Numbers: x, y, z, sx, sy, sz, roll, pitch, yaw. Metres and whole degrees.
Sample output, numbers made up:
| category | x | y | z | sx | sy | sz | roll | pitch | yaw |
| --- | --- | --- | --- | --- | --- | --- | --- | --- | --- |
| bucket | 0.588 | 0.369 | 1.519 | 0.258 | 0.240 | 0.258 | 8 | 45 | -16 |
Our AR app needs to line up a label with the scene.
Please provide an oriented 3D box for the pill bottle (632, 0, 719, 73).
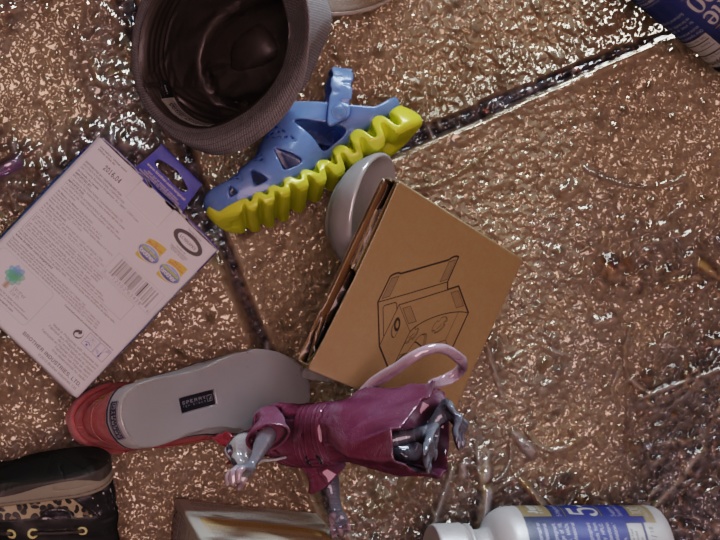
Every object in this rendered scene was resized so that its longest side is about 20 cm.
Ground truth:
| category | x | y | z | sx | sy | sz | roll | pitch | yaw |
| --- | --- | --- | --- | --- | --- | --- | --- | --- | --- |
| pill bottle | 0.318 | -0.235 | 1.607 | 0.200 | 0.111 | 0.111 | 37 | 84 | -10 |

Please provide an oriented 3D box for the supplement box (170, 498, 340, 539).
| category | x | y | z | sx | sy | sz | roll | pitch | yaw |
| --- | --- | --- | --- | --- | --- | --- | --- | --- | --- |
| supplement box | -0.081 | 0.240 | 1.490 | 0.126 | 0.200 | 0.074 | 8 | 92 | -11 |

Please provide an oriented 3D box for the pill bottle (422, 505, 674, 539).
| category | x | y | z | sx | sy | sz | roll | pitch | yaw |
| --- | --- | --- | --- | --- | --- | --- | --- | --- | --- |
| pill bottle | 0.156 | 0.258 | 1.581 | 0.199 | 0.120 | 0.120 | 1 | 91 | -12 |

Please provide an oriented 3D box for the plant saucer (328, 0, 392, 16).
| category | x | y | z | sx | sy | sz | roll | pitch | yaw |
| --- | --- | --- | --- | --- | --- | --- | --- | --- | --- |
| plant saucer | -0.026 | -0.312 | 1.573 | 0.200 | 0.037 | 0.201 | 0 | 91 | -11 |

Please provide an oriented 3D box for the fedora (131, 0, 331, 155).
| category | x | y | z | sx | sy | sz | roll | pitch | yaw |
| --- | --- | --- | --- | --- | --- | --- | --- | --- | --- |
| fedora | -0.091 | -0.185 | 1.505 | 0.200 | 0.090 | 0.177 | -39 | 71 | 32 |

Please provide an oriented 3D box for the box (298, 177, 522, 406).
| category | x | y | z | sx | sy | sz | roll | pitch | yaw |
| --- | --- | --- | --- | --- | --- | --- | --- | --- | --- |
| box | 0.045 | 0.031 | 1.543 | 0.200 | 0.021 | 0.164 | 28 | 85 | -51 |

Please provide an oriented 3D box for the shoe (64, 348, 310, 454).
| category | x | y | z | sx | sy | sz | roll | pitch | yaw |
| --- | --- | --- | --- | --- | --- | --- | --- | --- | --- |
| shoe | -0.142 | 0.108 | 1.544 | 0.200 | 0.091 | 0.072 | -8 | 90 | -41 |

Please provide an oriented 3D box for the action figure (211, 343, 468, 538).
| category | x | y | z | sx | sy | sz | roll | pitch | yaw |
| --- | --- | --- | --- | --- | --- | --- | --- | --- | --- |
| action figure | -0.027 | 0.122 | 1.463 | 0.199 | 0.134 | 0.149 | -3 | 64 | 24 |

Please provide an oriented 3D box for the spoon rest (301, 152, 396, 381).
| category | x | y | z | sx | sy | sz | roll | pitch | yaw |
| --- | --- | --- | --- | --- | --- | --- | --- | --- | --- |
| spoon rest | 0.000 | 0.000 | 1.544 | 0.060 | 0.099 | 0.201 | 17 | 110 | 18 |

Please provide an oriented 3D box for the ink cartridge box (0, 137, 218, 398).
| category | x | y | z | sx | sy | sz | roll | pitch | yaw |
| --- | --- | --- | --- | --- | --- | --- | --- | --- | --- |
| ink cartridge box | -0.211 | -0.014 | 1.522 | 0.136 | 0.076 | 0.200 | 44 | 84 | -10 |

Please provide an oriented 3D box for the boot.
| category | x | y | z | sx | sy | sz | roll | pitch | yaw |
| --- | --- | --- | --- | --- | --- | --- | --- | --- | --- |
| boot | -0.281 | 0.230 | 1.512 | 0.203 | 0.074 | 0.154 | -10 | 112 | 9 |

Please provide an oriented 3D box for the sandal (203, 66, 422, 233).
| category | x | y | z | sx | sy | sz | roll | pitch | yaw |
| --- | --- | --- | --- | --- | --- | --- | --- | --- | --- |
| sandal | -0.050 | -0.102 | 1.551 | 0.200 | 0.080 | 0.087 | -32 | 82 | -23 |
